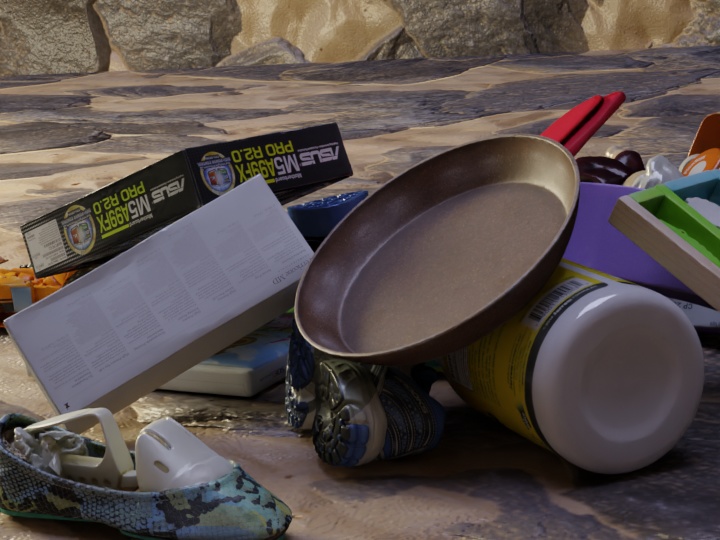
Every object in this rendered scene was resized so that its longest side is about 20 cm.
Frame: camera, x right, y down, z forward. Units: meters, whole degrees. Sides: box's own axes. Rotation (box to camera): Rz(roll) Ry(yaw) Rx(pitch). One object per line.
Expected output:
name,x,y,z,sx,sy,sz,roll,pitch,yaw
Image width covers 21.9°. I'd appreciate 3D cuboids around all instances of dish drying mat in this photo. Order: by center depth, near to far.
dish drying mat,0.109,-0.062,1.273,0.077,0.018,0.200,-27,14,49

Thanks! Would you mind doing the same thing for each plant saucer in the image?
plant saucer,0.052,-0.008,1.151,0.200,0.035,0.201,-26,29,16

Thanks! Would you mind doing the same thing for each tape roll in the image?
tape roll,0.204,-0.006,1.307,0.199,0.066,0.200,12,-8,2

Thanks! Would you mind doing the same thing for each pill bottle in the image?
pill bottle,0.117,0.048,1.162,0.112,0.113,0.200,-9,14,-21

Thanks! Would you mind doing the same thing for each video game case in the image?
video game case,-0.122,0.054,1.413,0.199,0.022,0.182,3,15,28

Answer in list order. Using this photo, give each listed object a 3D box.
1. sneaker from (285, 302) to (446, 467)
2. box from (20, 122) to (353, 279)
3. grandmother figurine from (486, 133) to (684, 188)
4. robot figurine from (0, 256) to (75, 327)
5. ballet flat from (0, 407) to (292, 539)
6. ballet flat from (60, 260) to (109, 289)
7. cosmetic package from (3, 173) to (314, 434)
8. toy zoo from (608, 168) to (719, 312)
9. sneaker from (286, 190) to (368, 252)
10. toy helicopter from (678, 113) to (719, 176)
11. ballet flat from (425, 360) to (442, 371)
sneaker,0.002,0.076,1.200,0.085,0.077,0.200,3,18,-15
box,-0.129,-0.051,1.372,0.199,0.044,0.160,-20,-4,42
grandmother figurine,0.168,-0.066,1.413,0.199,0.061,0.121,14,41,44
robot figurine,-0.301,0.010,1.573,0.199,0.059,0.145,3,13,24
ballet flat,-0.131,0.114,1.051,0.199,0.075,0.074,3,14,25
ballet flat,-0.140,0.010,1.427,0.199,0.071,0.065,-6,-3,-25
cosmetic package,-0.129,0.024,1.241,0.199,0.083,0.051,-30,-20,-13
toy zoo,0.266,-0.020,1.180,0.199,0.021,0.131,-15,48,-43
sneaker,-0.022,-0.019,1.495,0.070,0.078,0.200,-13,0,-4
toy helicopter,0.244,-0.043,1.469,0.200,0.079,0.133,-36,21,35
ballet flat,0.129,0.041,1.303,0.199,0.067,0.067,0,11,25
